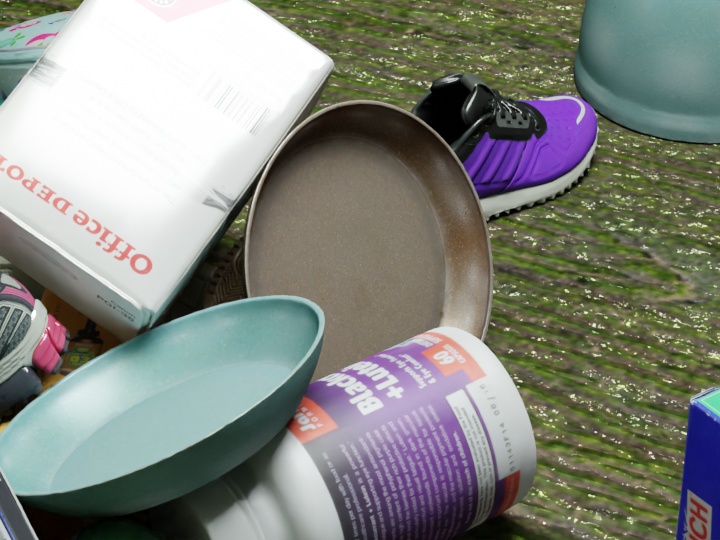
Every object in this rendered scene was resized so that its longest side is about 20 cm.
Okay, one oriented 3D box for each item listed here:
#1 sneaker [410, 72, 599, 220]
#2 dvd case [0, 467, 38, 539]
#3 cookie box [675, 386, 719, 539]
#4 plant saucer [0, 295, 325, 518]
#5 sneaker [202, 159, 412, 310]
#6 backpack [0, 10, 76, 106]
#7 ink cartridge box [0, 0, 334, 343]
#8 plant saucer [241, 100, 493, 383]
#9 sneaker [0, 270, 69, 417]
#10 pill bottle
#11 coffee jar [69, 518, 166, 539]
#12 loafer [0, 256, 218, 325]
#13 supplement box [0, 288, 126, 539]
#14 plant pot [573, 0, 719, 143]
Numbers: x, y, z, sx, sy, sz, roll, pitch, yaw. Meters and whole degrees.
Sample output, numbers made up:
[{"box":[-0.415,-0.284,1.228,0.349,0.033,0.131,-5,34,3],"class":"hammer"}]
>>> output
[{"box":[0.087,-0.094,1.569,0.199,0.100,0.069,-26,42,-29],"class":"sneaker"},{"box":[-0.237,0.150,1.206,0.025,0.151,0.200,20,19,-36],"class":"dvd case"},{"box":[0.244,0.166,1.119,0.075,0.172,0.200,-20,38,-29],"class":"cookie box"},{"box":[-0.104,0.078,1.226,0.198,0.036,0.200,-22,18,8],"class":"plant saucer"},{"box":[-0.016,0.002,1.455,0.070,0.109,0.200,24,58,32],"class":"sneaker"},{"box":[-0.171,-0.095,1.510,0.177,0.152,0.199,-20,25,-35],"class":"backpack"},{"box":[-0.132,-0.077,1.363,0.146,0.083,0.201,35,67,1],"class":"ink cartridge box"},{"box":[0.000,0.000,1.378,0.032,0.202,0.200,-7,21,48],"class":"plant saucer"},{"box":[-0.263,0.070,1.320,0.199,0.075,0.081,-37,23,11],"class":"sneaker"},{"box":[-0.011,0.116,1.259,0.199,0.112,0.111,-23,39,-28],"class":"pill bottle"},{"box":[-0.137,0.221,1.121,0.104,0.085,0.200,39,38,-9],"class":"coffee jar"},{"box":[-0.167,0.005,1.475,0.198,0.073,0.063,2,27,12],"class":"loafer"},{"box":[-0.172,0.090,1.347,0.066,0.069,0.201,6,36,2],"class":"supplement box"},{"box":[0.257,-0.203,1.691,0.198,0.135,0.201,-2,34,1],"class":"plant pot"}]
